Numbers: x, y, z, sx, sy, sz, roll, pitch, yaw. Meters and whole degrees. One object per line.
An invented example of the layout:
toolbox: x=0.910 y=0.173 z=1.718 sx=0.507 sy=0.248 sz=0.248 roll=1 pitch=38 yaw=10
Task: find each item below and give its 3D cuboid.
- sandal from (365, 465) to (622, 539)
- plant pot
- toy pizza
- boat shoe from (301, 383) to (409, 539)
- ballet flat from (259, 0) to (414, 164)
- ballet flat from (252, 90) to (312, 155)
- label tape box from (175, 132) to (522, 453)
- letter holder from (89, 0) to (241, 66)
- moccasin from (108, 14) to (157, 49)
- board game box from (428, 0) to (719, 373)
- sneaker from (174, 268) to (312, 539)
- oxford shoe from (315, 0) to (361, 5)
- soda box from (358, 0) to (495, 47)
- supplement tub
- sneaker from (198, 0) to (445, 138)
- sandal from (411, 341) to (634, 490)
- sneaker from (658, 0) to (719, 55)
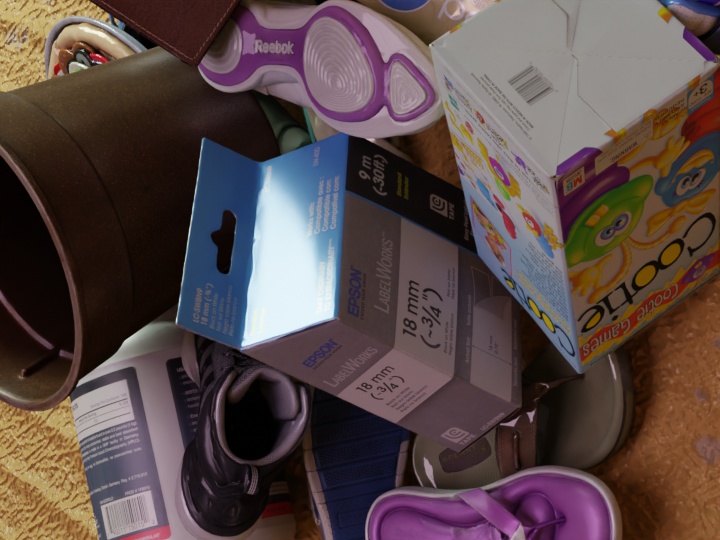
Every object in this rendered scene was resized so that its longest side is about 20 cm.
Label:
sandal: x=0.069 y=0.165 z=1.019 sx=0.202 sy=0.049 sz=0.083 roll=-15 pitch=82 yaw=46
plant pot: x=-0.166 y=-0.045 z=1.089 sx=0.199 sy=0.198 sz=0.202 roll=27 pitch=132 yaw=35
toy pizza: x=-0.172 y=-0.092 z=1.255 sx=0.200 sy=0.032 sz=0.201 roll=36 pitch=147 yaw=27
boat shoe: x=-0.008 y=0.138 z=1.135 sx=0.072 sy=0.071 sz=0.202 roll=-164 pitch=70 yaw=-75
ballet flat: x=-0.018 y=-0.140 z=1.147 sx=0.069 sy=0.069 sz=0.202 roll=-38 pitch=68 yaw=41
ballet flat: x=-0.030 y=-0.036 z=1.162 sx=0.063 sy=0.067 sz=0.202 roll=-17 pitch=86 yaw=34
label tape box: x=0.000 y=0.000 z=0.999 sx=0.063 sy=0.199 sz=0.145 roll=-40 pitch=34 yaw=41
letter holder: x=-0.109 y=-0.251 z=1.015 sx=0.201 sy=0.142 sz=0.101 roll=-54 pitch=34 yaw=10
moccasin: x=-0.145 y=-0.176 z=1.236 sx=0.200 sy=0.068 sz=0.081 roll=-9 pitch=98 yaw=62
board game box: x=0.118 y=-0.054 z=0.897 sx=0.105 sy=0.103 sz=0.201 roll=51 pitch=170 yaw=30
sneaker: x=-0.070 y=0.068 z=1.105 sx=0.114 sy=0.075 sz=0.202 roll=129 pitch=149 yaw=-56
oxford shoe: x=-0.002 y=-0.238 z=1.087 sx=0.084 sy=0.072 sz=0.202 roll=-107 pitch=14 yaw=-83
soda box: x=0.066 y=-0.163 z=1.003 sx=0.199 sy=0.064 sz=0.068 roll=37 pitch=121 yaw=16
supplement tub: x=-0.131 y=0.114 z=1.219 sx=0.140 sy=0.139 sz=0.202 roll=-23 pitch=77 yaw=44
sneaker: x=-0.010 y=-0.131 z=1.039 sx=0.199 sy=0.099 sz=0.076 roll=23 pitch=109 yaw=41
sandal: x=0.092 y=0.097 z=1.043 sx=0.201 sy=0.057 sz=0.080 roll=-38 pitch=65 yaw=42
sneaker: x=0.214 y=-0.130 z=0.836 sx=0.199 sy=0.146 sz=0.081 roll=25 pitch=111 yaw=42
